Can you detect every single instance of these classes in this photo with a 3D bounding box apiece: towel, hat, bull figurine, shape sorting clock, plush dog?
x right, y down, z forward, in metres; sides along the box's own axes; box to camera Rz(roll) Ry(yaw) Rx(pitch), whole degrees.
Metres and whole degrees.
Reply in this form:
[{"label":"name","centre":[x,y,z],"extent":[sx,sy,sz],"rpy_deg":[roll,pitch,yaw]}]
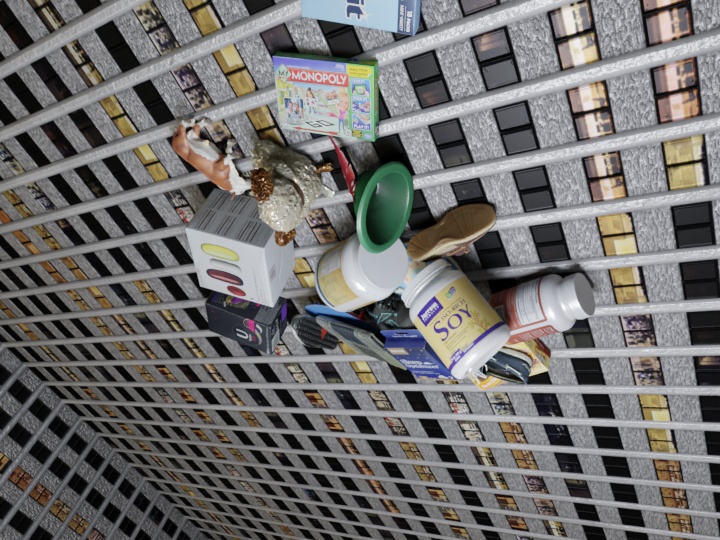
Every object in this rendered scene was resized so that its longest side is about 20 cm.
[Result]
[{"label":"towel","centre":[0.008,0.174,1.474],"extent":[0.189,0.035,0.200],"rpy_deg":[13,158,41]},{"label":"hat","centre":[-0.006,-0.159,1.178],"extent":[0.173,0.164,0.206],"rpy_deg":[24,102,36]},{"label":"bull figurine","centre":[-0.317,-0.243,1.279],"extent":[0.197,0.066,0.122],"rpy_deg":[33,135,-9]},{"label":"shape sorting clock","centre":[0.138,0.019,1.316],"extent":[0.194,0.040,0.204],"rpy_deg":[15,137,14]},{"label":"plush dog","centre":[-0.145,-0.150,1.195],"extent":[0.156,0.174,0.203],"rpy_deg":[-3,130,29]}]

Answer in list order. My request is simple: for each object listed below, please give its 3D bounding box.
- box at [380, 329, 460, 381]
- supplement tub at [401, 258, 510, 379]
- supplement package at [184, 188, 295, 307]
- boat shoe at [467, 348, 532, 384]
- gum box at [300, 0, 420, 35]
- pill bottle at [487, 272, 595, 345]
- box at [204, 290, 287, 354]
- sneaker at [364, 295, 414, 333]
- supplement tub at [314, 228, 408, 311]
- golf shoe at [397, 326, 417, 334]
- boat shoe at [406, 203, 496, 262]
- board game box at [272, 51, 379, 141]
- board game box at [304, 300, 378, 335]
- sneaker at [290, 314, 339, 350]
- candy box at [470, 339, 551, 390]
[{"label":"box","centre":[0.137,0.199,1.373],"extent":[0.119,0.033,0.200],"rpy_deg":[-6,141,42]},{"label":"supplement tub","centre":[0.187,0.094,1.187],"extent":[0.201,0.143,0.147],"rpy_deg":[52,144,20]},{"label":"supplement package","centre":[-0.272,-0.053,1.381],"extent":[0.194,0.149,0.195],"rpy_deg":[14,137,13]},{"label":"boat shoe","centre":[0.281,0.207,1.327],"extent":[0.195,0.062,0.076],"rpy_deg":[15,139,21]},{"label":"gum box","centre":[0.000,-0.464,0.902],"extent":[0.194,0.045,0.173],"rpy_deg":[15,137,13]},{"label":"pill bottle","centre":[0.361,0.075,1.197],"extent":[0.197,0.114,0.112],"rpy_deg":[-23,119,42]},{"label":"box","centre":[-0.306,0.121,1.604],"extent":[0.195,0.107,0.124],"rpy_deg":[18,138,11]},{"label":"sneaker","centre":[0.073,0.096,1.372],"extent":[0.079,0.076,0.199],"rpy_deg":[45,153,-15]},{"label":"supplement tub","centre":[0.000,0.000,1.263],"extent":[0.144,0.146,0.199],"rpy_deg":[40,151,-15]},{"label":"golf shoe","centre":[0.160,0.170,1.430],"extent":[0.088,0.079,0.197],"rpy_deg":[39,140,-26]},{"label":"boat shoe","centre":[0.189,-0.067,1.188],"extent":[0.197,0.074,0.071],"rpy_deg":[-29,147,28]},{"label":"board game box","centre":[-0.062,-0.317,1.081],"extent":[0.194,0.029,0.138],"rpy_deg":[12,128,18]},{"label":"board game box","centre":[-0.041,0.108,1.485],"extent":[0.197,0.040,0.157],"rpy_deg":[28,159,-27]},{"label":"sneaker","centre":[-0.135,0.153,1.527],"extent":[0.092,0.072,0.199],"rpy_deg":[16,173,33]},{"label":"candy box","centre":[0.326,0.202,1.384],"extent":[0.116,0.056,0.198],"rpy_deg":[45,136,-16]}]
